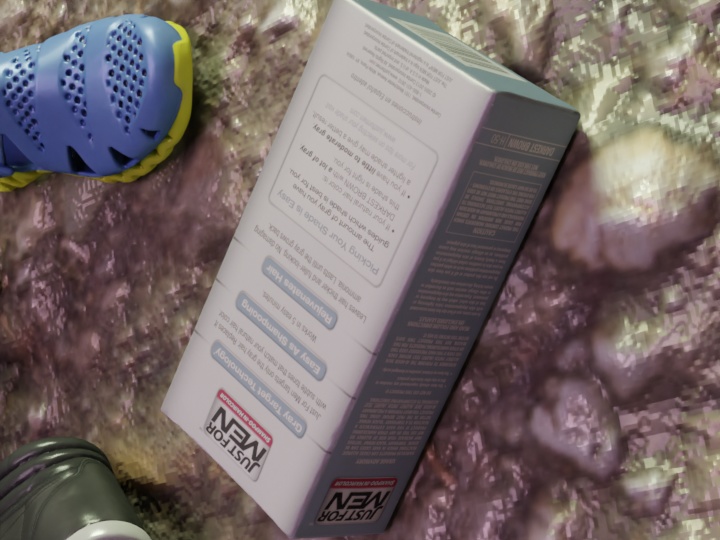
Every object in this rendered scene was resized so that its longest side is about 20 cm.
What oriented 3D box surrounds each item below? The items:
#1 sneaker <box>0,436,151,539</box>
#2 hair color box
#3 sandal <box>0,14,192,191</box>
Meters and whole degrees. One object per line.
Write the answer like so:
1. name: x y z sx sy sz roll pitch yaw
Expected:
1. sneaker: -0.177 0.165 0.819 0.200 0.070 0.099 -46 36 16
2. hair color box: 0.000 0.000 0.692 0.099 0.060 0.201 38 110 38
3. sandal: -0.165 -0.082 0.836 0.199 0.087 0.080 -13 75 39
